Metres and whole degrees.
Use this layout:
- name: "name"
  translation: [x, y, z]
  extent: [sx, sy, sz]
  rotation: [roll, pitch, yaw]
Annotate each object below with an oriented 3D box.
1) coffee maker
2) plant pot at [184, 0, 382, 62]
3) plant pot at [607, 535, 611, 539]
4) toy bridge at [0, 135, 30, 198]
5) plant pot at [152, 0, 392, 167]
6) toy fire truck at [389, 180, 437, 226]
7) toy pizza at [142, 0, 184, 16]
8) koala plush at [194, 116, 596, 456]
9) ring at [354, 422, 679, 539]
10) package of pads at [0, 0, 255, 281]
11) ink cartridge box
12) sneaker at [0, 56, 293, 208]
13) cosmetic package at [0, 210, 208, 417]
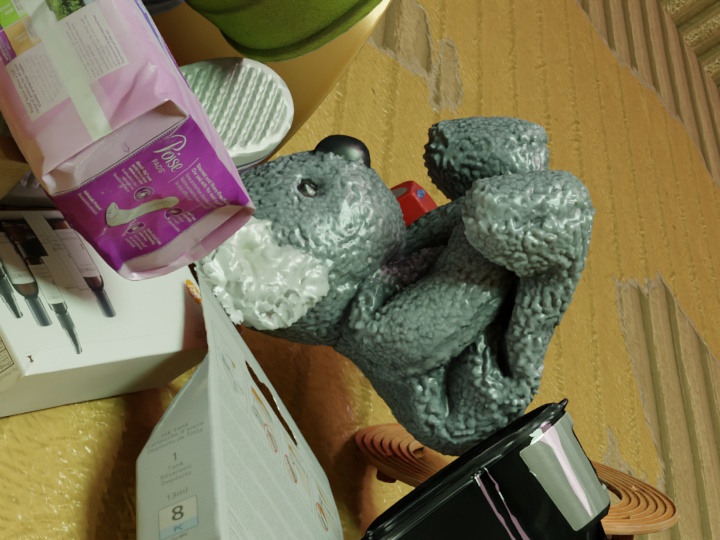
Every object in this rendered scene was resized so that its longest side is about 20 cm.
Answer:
- name: "coffee maker"
  translation: [0.082, 0.196, 1.012]
  extent: [0.200, 0.192, 0.135]
  rotation: [52, -24, 4]
- name: "plant pot"
  translation: [-0.075, -0.235, 0.965]
  extent: [0.192, 0.200, 0.201]
  rotation: [30, 33, -34]
- name: "plant pot"
  translation: [0.134, 0.255, 1.198]
  extent: [0.201, 0.092, 0.201]
  rotation: [49, 21, -26]
- name: "toy bridge"
  translation: [-0.223, -0.100, 0.876]
  extent: [0.200, 0.067, 0.027]
  rotation: [52, 18, 16]
- name: "plant pot"
  translation: [-0.074, -0.175, 1.201]
  extent: [0.140, 0.200, 0.201]
  rotation: [34, 26, -15]
- name: "toy fire truck"
  translation: [0.047, -0.013, 1.301]
  extent: [0.049, 0.141, 0.200]
  rotation: [52, 21, -18]
- name: "toy pizza"
  translation: [-0.133, -0.232, 1.049]
  extent: [0.200, 0.032, 0.202]
  rotation: [3, 87, -52]
- name: "koala plush"
  translation: [0.000, 0.000, 1.099]
  extent: [0.199, 0.185, 0.177]
  rotation: [13, 15, -11]
- name: "ring"
  translation: [0.092, 0.128, 1.207]
  extent: [0.200, 0.199, 0.019]
  rotation: [-7, 110, -69]
- name: "package of pads"
  translation: [-0.128, -0.102, 0.886]
  extent: [0.201, 0.075, 0.121]
  rotation: [59, 1, 28]
- name: "ink cartridge box"
  translation: [-0.055, 0.121, 0.966]
  extent: [0.201, 0.047, 0.161]
  rotation: [-102, 165, -54]
- name: "sneaker"
  translation: [-0.142, -0.053, 1.017]
  extent: [0.199, 0.114, 0.073]
  rotation: [-4, 75, -33]
- name: "cosmetic package"
  translation: [-0.138, 0.017, 0.943]
  extent: [0.083, 0.050, 0.200]
  rotation: [63, 20, 8]
